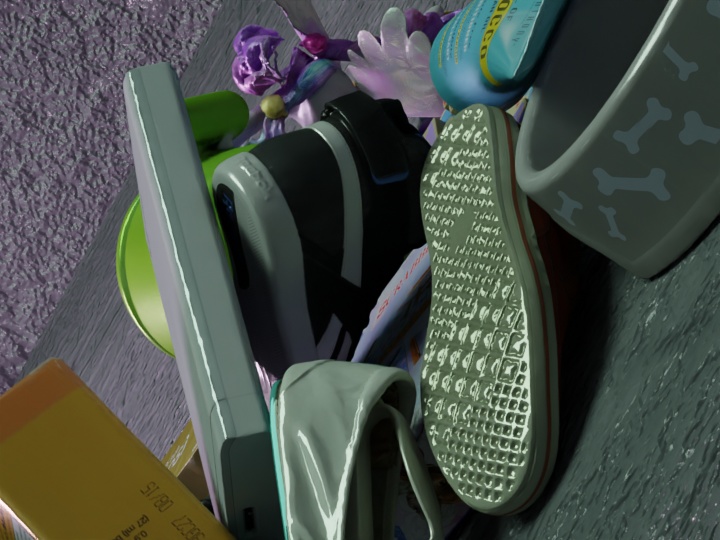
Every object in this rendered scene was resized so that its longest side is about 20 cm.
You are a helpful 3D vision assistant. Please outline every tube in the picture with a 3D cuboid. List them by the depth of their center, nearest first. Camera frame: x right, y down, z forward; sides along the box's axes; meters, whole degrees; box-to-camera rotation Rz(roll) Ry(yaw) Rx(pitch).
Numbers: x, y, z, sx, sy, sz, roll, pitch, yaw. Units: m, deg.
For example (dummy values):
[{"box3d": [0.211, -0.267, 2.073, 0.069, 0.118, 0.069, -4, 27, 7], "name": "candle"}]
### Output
[{"box3d": [0.069, -0.105, 1.293, 0.200, 0.050, 0.078, 145, 144, -82], "name": "tube"}]

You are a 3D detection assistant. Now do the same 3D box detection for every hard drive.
[{"box3d": [-0.068, 0.027, 1.279, 0.132, 0.026, 0.201, 87, 169, -54], "name": "hard drive"}]

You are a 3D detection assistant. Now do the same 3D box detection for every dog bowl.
[{"box3d": [0.128, -0.097, 1.152, 0.201, 0.058, 0.200, -60, 10, 18], "name": "dog bowl"}]

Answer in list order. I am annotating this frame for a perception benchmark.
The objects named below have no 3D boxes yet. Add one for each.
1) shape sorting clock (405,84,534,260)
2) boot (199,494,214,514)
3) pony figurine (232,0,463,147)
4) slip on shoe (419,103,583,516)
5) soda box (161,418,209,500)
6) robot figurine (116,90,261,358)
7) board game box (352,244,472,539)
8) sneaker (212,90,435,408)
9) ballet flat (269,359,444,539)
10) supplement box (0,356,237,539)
[{"box3d": [0.060, -0.063, 1.463, 0.201, 0.039, 0.200, -60, 10, 18], "name": "shape sorting clock"}, {"box3d": [-0.090, 0.168, 1.488, 0.211, 0.079, 0.159, -112, 43, -63], "name": "boot"}, {"box3d": [-0.020, -0.098, 1.640, 0.200, 0.166, 0.193, -48, -25, 1], "name": "pony figurine"}, {"box3d": [0.064, 0.017, 1.188, 0.074, 0.061, 0.201, -42, 33, 34], "name": "slip on shoe"}, {"box3d": [-0.093, 0.143, 1.629, 0.200, 0.064, 0.068, -53, 12, 42], "name": "soda box"}, {"box3d": [-0.057, -0.006, 1.507, 0.200, 0.115, 0.177, 177, 80, -69], "name": "robot figurine"}, {"box3d": [0.019, 0.067, 1.317, 0.200, 0.041, 0.200, -53, 14, 43], "name": "board game box"}, {"box3d": [0.000, 0.000, 1.311, 0.111, 0.073, 0.200, -28, -29, -15], "name": "sneaker"}, {"box3d": [0.002, 0.126, 1.142, 0.069, 0.069, 0.201, 134, 137, -58], "name": "ballet flat"}, {"box3d": [-0.090, 0.131, 1.234, 0.066, 0.200, 0.069, -36, -30, -22], "name": "supplement box"}]
